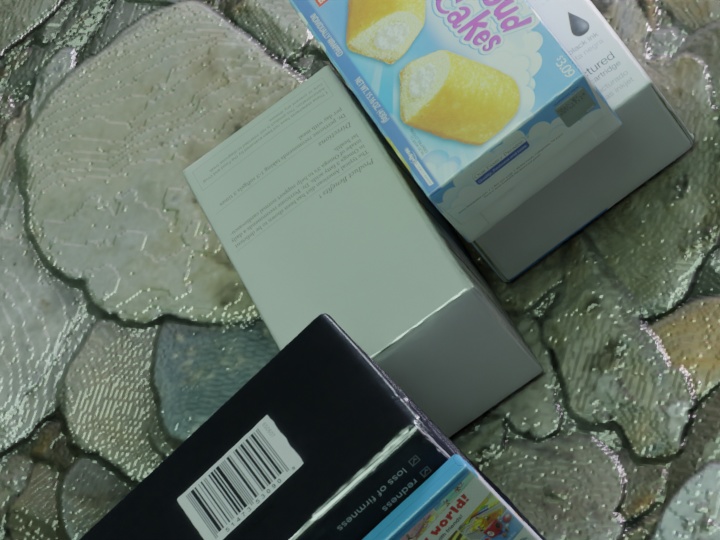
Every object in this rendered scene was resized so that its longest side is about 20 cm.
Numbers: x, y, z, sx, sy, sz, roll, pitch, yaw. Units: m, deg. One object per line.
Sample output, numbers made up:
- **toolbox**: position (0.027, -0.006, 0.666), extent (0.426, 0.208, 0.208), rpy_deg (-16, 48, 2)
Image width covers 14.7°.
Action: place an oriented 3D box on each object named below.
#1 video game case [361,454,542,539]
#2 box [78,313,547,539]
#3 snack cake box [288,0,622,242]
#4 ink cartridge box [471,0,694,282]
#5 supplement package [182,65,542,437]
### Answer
- **video game case**: position (0.059, 0.207, 1.492), extent (0.143, 0.200, 0.018), rpy_deg (-43, 31, 1)
- **box**: position (-0.016, 0.168, 1.538), extent (0.200, 0.197, 0.124), rpy_deg (-43, 41, 1)
- **snack cake box**: position (0.051, -0.128, 1.648), extent (0.115, 0.067, 0.200), rpy_deg (-38, 54, 6)
- **ink cartridge box**: position (0.086, -0.118, 1.718), extent (0.145, 0.084, 0.200), rpy_deg (-37, 53, 6)
- **supplement package**: position (0.000, 0.000, 1.679), extent (0.117, 0.117, 0.200), rpy_deg (-35, 53, 6)
